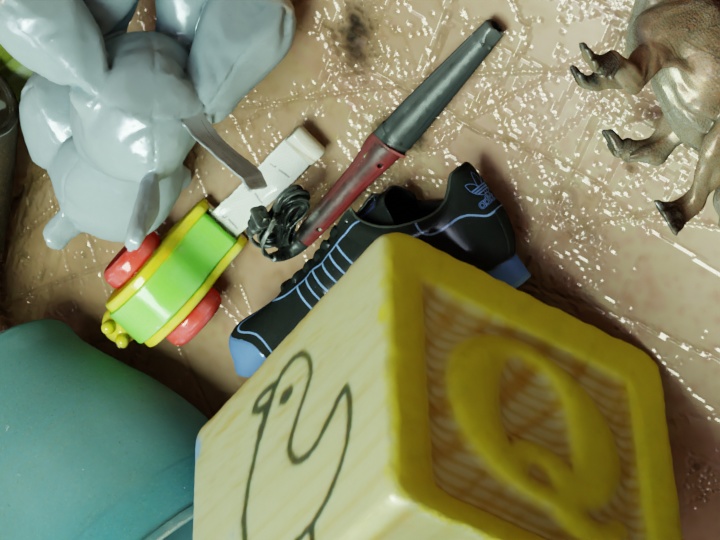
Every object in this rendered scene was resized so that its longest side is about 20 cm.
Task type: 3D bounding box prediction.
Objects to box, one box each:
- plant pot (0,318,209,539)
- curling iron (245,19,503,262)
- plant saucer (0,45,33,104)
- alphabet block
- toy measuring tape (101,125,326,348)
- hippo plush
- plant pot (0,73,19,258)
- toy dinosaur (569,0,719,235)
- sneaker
[{"bbox_3d":[-0.175,0.140,1.380,0.188,0.199,0.201,45,127,22],"label":"plant pot"},{"bbox_3d":[0.009,-0.068,1.257,0.200,0.049,0.026,-40,67,24],"label":"curling iron"},{"bbox_3d":[-0.248,-0.188,1.358,0.199,0.031,0.201,12,117,24],"label":"plant saucer"},{"bbox_3d":[0.038,0.136,1.214,0.195,0.196,0.200,24,129,-25],"label":"alphabet block"},{"bbox_3d":[-0.096,-0.009,1.329,0.074,0.074,0.200,50,126,0],"label":"toy measuring tape"},{"bbox_3d":[-0.118,-0.092,1.286,0.201,0.159,0.161,57,158,16],"label":"hippo plush"},{"bbox_3d":[-0.286,-0.038,1.356,0.187,0.187,0.200,39,122,7],"label":"plant pot"},{"bbox_3d":[0.184,-0.105,1.134,0.135,0.086,0.201,-30,116,0],"label":"toy dinosaur"},{"bbox_3d":[0.000,0.000,1.289,0.199,0.070,0.078,-20,98,27],"label":"sneaker"}]
